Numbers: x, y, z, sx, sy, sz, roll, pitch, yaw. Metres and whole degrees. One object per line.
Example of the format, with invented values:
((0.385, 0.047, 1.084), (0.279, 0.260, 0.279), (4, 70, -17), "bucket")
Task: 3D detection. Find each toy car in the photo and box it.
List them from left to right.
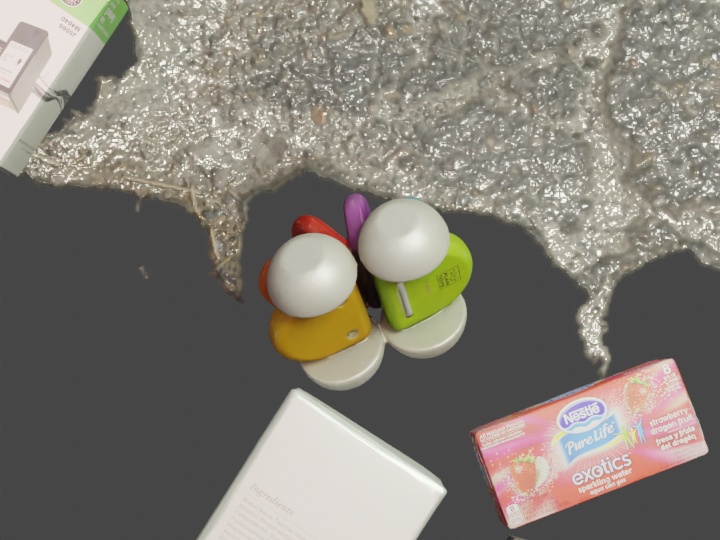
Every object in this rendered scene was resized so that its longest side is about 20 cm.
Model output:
((0.000, 0.000, 1.652), (0.198, 0.176, 0.151), (-21, 50, -1), "toy car")

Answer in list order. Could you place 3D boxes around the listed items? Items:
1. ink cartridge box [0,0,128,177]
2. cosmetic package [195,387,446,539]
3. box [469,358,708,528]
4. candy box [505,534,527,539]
((-0.335, -0.212, 1.687), (0.145, 0.084, 0.201), (33, 87, 2), "ink cartridge box")
((-0.043, 0.233, 1.614), (0.165, 0.167, 0.201), (33, 87, 3), "cosmetic package")
((0.208, 0.158, 1.654), (0.198, 0.100, 0.096), (-21, 86, -1), "box")
((0.212, 0.341, 1.660), (0.198, 0.061, 0.138), (17, 87, 2), "candy box")
